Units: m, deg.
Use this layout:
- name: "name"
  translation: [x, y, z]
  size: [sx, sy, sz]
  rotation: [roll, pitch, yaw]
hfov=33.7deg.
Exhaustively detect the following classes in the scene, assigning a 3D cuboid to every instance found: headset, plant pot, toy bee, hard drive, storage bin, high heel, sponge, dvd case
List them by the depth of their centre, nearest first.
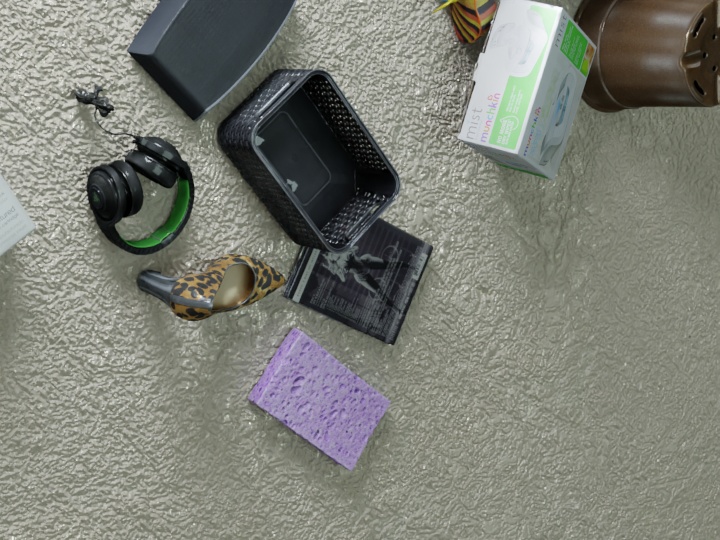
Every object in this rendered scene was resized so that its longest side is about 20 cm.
- name: "headset"
  translation: [-0.263, -0.112, 1.345]
  size: [0.123, 0.094, 0.201]
  rotation: [-42, 138, -26]
- name: "hard drive"
  translation: [-0.163, -0.285, 1.380]
  size: [0.201, 0.042, 0.135]
  rotation: [-53, 126, -14]
- name: "high heel"
  translation: [-0.147, 0.027, 1.406]
  size: [0.199, 0.142, 0.072]
  rotation: [-2, 103, -36]
- name: "storage bin"
  translation: [-0.061, -0.134, 1.453]
  size: [0.135, 0.093, 0.200]
  rotation: [-47, 119, -18]
- name: "toy bee"
  translation: [0.135, -0.383, 1.540]
  size: [0.200, 0.108, 0.131]
  rotation: [41, 78, -36]
- name: "sponge"
  translation: [-0.051, 0.174, 1.587]
  size: [0.200, 0.030, 0.112]
  rotation: [41, 76, -36]
- name: "dvd case"
  translation: [0.000, 0.000, 1.590]
  size: [0.199, 0.016, 0.150]
  rotation: [26, 85, -38]
- name: "plant pot"
  translation: [0.441, -0.323, 1.730]
  size: [0.199, 0.198, 0.202]
  rotation: [-9, 106, -35]

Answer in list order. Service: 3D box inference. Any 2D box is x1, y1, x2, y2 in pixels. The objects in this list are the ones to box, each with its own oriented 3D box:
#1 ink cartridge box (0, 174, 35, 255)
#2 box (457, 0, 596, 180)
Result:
- name: "ink cartridge box"
  translation: [-0.445, -0.084, 1.191]
  size: [0.147, 0.085, 0.201]
  rotation: [-41, 124, -22]
- name: "box"
  translation: [0.226, -0.245, 1.616]
  size: [0.176, 0.096, 0.202]
  rotation: [18, 90, -64]
